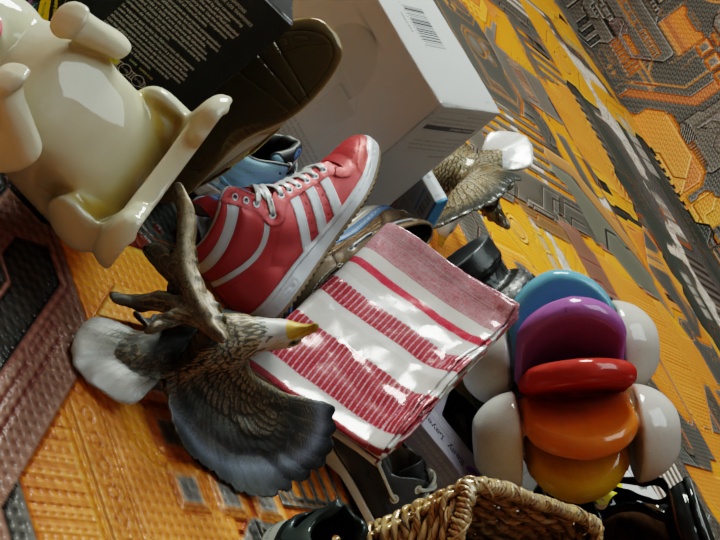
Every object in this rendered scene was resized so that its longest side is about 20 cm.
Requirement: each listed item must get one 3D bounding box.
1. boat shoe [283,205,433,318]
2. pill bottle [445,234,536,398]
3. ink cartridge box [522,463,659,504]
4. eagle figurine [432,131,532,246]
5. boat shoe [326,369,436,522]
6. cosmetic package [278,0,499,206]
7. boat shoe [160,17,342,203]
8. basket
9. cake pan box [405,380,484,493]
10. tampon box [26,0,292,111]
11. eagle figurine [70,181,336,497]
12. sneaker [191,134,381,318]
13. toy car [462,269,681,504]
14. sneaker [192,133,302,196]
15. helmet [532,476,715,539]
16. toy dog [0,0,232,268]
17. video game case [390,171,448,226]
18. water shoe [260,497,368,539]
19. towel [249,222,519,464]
[{"bbox_3d":[0.000,0.000,1.261,0.200,0.072,0.073,-52,133,-44],"label":"boat shoe"},{"bbox_3d":[0.146,0.070,1.364,0.200,0.112,0.112,53,21,-7],"label":"pill bottle"},{"bbox_3d":[0.235,0.221,1.499,0.201,0.085,0.147,56,21,6],"label":"ink cartridge box"},{"bbox_3d":[0.112,-0.101,1.654,0.200,0.151,0.152,25,56,-61],"label":"eagle figurine"},{"bbox_3d":[0.026,0.166,1.166,0.201,0.060,0.074,55,20,-1],"label":"boat shoe"},{"bbox_3d":[-0.007,-0.179,1.409,0.123,0.200,0.200,-2,59,-56],"label":"cosmetic package"},{"bbox_3d":[-0.100,-0.133,1.167,0.074,0.199,0.066,54,4,-4],"label":"boat shoe"},{"bbox_3d":[0.090,0.251,1.036,0.200,0.148,0.144,28,41,-48],"label":"basket"},{"bbox_3d":[0.053,0.116,1.317,0.200,0.052,0.184,53,23,-7],"label":"cake pan box"},{"bbox_3d":[-0.166,-0.208,1.127,0.126,0.200,0.150,42,24,-29],"label":"tampon box"},{"bbox_3d":[-0.097,0.062,1.017,0.200,0.150,0.152,76,37,-60],"label":"eagle figurine"},{"bbox_3d":[-0.068,-0.061,1.190,0.112,0.071,0.201,41,64,-19],"label":"sneaker"},{"bbox_3d":[0.178,0.087,1.214,0.150,0.174,0.201,85,0,-52],"label":"toy car"},{"bbox_3d":[-0.076,-0.071,1.258,0.200,0.090,0.079,42,19,-35],"label":"sneaker"},{"bbox_3d":[0.224,0.283,1.237,0.200,0.199,0.192,29,52,-48],"label":"helmet"},{"bbox_3d":[-0.211,-0.113,0.961,0.200,0.140,0.194,39,-13,-10],"label":"toy dog"},{"bbox_3d":[0.022,-0.122,1.524,0.201,0.018,0.143,61,-22,17],"label":"video game case"},{"bbox_3d":[-0.035,0.224,0.924,0.071,0.079,0.201,43,24,-26],"label":"water shoe"},{"bbox_3d":[0.020,0.052,1.157,0.144,0.023,0.200,33,53,20],"label":"towel"}]
